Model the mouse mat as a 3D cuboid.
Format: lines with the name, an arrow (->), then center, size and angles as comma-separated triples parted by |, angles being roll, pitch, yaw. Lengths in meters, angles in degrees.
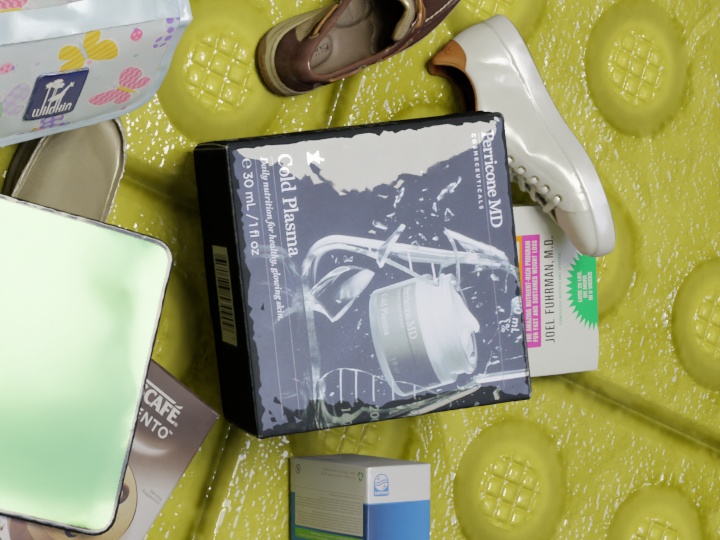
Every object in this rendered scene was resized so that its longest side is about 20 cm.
mouse mat -> -0.212, 0.058, 1.469 | 0.160, 0.008, 0.201 | 16, 78, -23

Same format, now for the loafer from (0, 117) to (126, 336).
loafer -> -0.206, -0.027, 1.523 | 0.076, 0.068, 0.201 | 34, 72, -29

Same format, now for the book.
book -> 0.096, 0.018, 1.745 | 0.199, 0.048, 0.134 | -5, 94, -37

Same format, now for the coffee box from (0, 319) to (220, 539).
coffee box -> -0.199, 0.144, 1.521 | 0.113, 0.080, 0.200 | 40, 69, -26

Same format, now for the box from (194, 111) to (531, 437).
box -> 0.000, 0.000, 1.588 | 0.196, 0.124, 0.201 | -8, 95, -15

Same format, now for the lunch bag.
lunch bag -> -0.222, -0.143, 1.433 | 0.169, 0.200, 0.128 | -15, 98, -33

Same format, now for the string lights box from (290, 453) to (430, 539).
string lights box -> -0.002, 0.235, 1.642 | 0.059, 0.103, 0.201 | -1, 91, -34

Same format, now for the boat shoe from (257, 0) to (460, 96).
boat shoe -> 0.019, -0.187, 1.670 | 0.200, 0.072, 0.072 | -31, 107, -30

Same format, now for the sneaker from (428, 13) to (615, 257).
sneaker -> 0.116, -0.088, 1.728 | 0.084, 0.073, 0.201 | -28, 82, -14
